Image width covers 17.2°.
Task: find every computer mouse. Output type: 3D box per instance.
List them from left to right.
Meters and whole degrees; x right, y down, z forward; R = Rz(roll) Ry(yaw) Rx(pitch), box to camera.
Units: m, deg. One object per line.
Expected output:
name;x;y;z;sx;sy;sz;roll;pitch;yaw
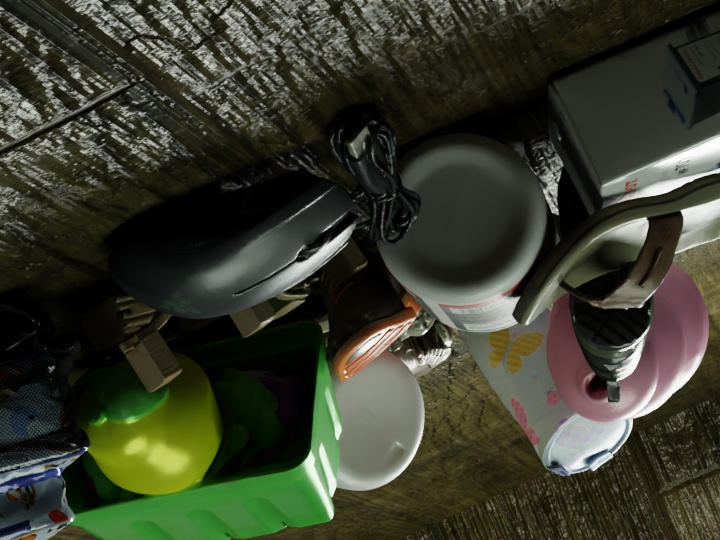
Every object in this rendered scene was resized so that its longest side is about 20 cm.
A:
computer mouse;-0.059;-0.018;1.483;0.200;0.053;0.139;-21;149;2

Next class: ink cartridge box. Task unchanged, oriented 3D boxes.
ink cartridge box;0.234;-0.114;1.606;0.200;0.086;0.146;-25;168;0

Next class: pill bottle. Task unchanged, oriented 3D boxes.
pill bottle;-0.048;0.106;1.846;0.109;0.109;0.200;-15;-169;-33
pill bottle;0.079;-0.019;1.642;0.116;0.116;0.200;-24;168;4

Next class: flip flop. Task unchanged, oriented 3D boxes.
flip flop;0.189;-0.008;1.592;0.200;0.058;0.081;-19;155;-29

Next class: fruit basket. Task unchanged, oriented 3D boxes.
fruit basket;-0.126;0.103;1.631;0.215;0.156;0.216;3;137;3

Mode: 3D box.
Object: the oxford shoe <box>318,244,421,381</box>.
oxford shoe;-0.005;0.026;1.681;0.071;0.073;0.200;-41;-178;8

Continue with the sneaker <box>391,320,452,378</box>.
sneaker;0.038;0.057;2.010;0.075;0.071;0.200;-25;177;1

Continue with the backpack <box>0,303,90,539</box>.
backpack;-0.282;0.125;1.542;0.190;0.154;0.200;-7;165;-22

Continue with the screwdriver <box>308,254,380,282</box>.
screwdriver;0.000;0.000;1.785;0.200;0.029;0.028;-21;167;-16

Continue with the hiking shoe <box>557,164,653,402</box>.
hiking shoe;0.176;-0.007;1.713;0.076;0.200;0.101;5;144;5

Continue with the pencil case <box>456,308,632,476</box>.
pencil case;0.145;0.077;1.970;0.083;0.200;0.091;-43;142;11

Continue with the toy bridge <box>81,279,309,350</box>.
toy bridge;-0.100;0.018;1.642;0.067;0.027;0.200;-33;166;36

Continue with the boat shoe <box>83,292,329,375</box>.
boat shoe;-0.105;0.080;1.774;0.202;0.075;0.075;-18;-155;7

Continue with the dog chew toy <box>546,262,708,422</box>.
dog chew toy;0.198;0.057;1.819;0.124;0.125;0.200;-28;-174;20

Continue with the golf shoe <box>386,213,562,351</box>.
golf shoe;0.071;0.001;1.870;0.200;0.078;0.097;-18;-172;-13

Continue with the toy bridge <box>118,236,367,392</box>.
toy bridge;-0.084;0.011;1.570;0.200;0.067;0.027;-29;175;-39
